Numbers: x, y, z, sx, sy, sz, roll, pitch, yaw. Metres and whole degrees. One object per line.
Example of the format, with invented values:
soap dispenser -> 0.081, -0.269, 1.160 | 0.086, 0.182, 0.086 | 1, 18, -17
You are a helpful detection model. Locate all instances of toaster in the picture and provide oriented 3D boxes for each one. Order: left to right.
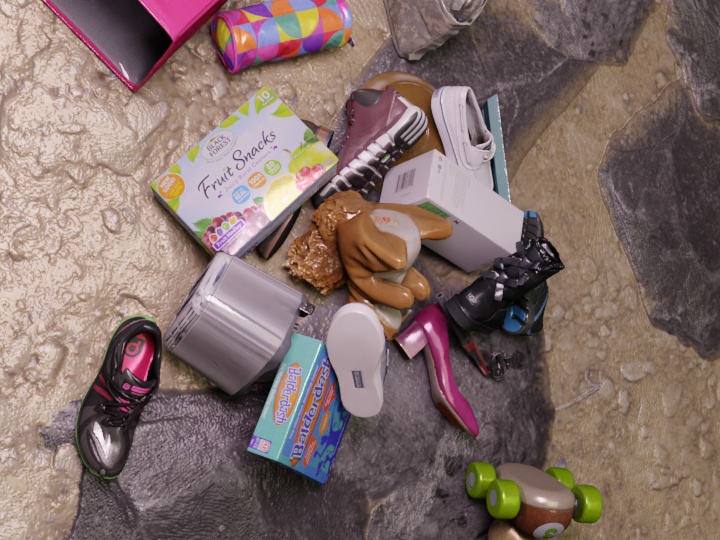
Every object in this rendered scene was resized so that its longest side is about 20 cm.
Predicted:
toaster -> -0.154, 0.064, 1.040 | 0.129, 0.200, 0.114 | 32, 53, -13

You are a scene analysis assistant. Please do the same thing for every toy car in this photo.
toy car -> 0.244, 0.401, 1.269 | 0.163, 0.158, 0.201 | 7, 94, -16

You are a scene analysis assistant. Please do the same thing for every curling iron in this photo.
curling iron -> 0.168, 0.098, 1.288 | 0.050, 0.026, 0.200 | -43, 121, -1

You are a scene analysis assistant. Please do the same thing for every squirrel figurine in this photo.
squirrel figurine -> 0.000, 0.000, 1.167 | 0.199, 0.187, 0.142 | 27, 37, 15

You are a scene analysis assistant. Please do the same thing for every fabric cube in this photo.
fabric cube -> -0.254, -0.375, 1.025 | 0.196, 0.200, 0.200 | 47, 65, -16

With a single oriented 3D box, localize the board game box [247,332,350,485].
board game box -> -0.065, 0.184, 1.097 | 0.200, 0.045, 0.153 | 54, 54, -64

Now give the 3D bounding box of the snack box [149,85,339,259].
snack box -> -0.147, -0.119, 1.096 | 0.200, 0.053, 0.142 | -44, 82, -12

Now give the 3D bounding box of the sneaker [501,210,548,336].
sneaker -> 0.263, 0.006, 1.361 | 0.082, 0.073, 0.201 | 17, 78, -49

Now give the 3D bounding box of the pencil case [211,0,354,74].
pencil case -> -0.104, -0.328, 1.171 | 0.199, 0.088, 0.089 | -19, 95, -28

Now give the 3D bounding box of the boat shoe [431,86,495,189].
boat shoe -> 0.170, -0.187, 1.290 | 0.074, 0.065, 0.200 | -56, 131, -33

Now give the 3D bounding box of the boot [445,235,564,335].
boot -> 0.218, 0.019, 1.231 | 0.074, 0.162, 0.198 | 57, 17, 15

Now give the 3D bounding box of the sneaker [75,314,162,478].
sneaker -> -0.288, 0.148, 1.024 | 0.076, 0.084, 0.201 | 16, 78, -26

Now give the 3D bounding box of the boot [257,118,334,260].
boot -> -0.119, -0.119, 1.166 | 0.096, 0.075, 0.201 | 25, 82, 0

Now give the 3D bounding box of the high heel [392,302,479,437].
high heel -> 0.139, 0.149, 1.266 | 0.096, 0.067, 0.200 | -37, 100, -15

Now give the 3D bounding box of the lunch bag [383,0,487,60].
lunch bag -> 0.110, -0.423, 1.249 | 0.117, 0.164, 0.201 | -1, 86, -27

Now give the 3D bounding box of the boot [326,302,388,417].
boot -> 0.001, 0.091, 1.077 | 0.072, 0.201, 0.091 | 6, 45, 7

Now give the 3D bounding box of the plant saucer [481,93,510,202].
plant saucer -> 0.214, -0.172, 1.345 | 0.019, 0.070, 0.201 | -7, 89, -1

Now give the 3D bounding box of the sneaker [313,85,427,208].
sneaker -> -0.007, -0.182, 1.214 | 0.200, 0.076, 0.116 | -41, 63, 8

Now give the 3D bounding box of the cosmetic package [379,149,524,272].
cosmetic package -> 0.135, -0.083, 1.242 | 0.199, 0.107, 0.085 | 30, 59, -32

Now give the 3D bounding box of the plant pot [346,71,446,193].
plant pot -> 0.072, -0.206, 1.288 | 0.199, 0.027, 0.201 | 3, 84, -28
